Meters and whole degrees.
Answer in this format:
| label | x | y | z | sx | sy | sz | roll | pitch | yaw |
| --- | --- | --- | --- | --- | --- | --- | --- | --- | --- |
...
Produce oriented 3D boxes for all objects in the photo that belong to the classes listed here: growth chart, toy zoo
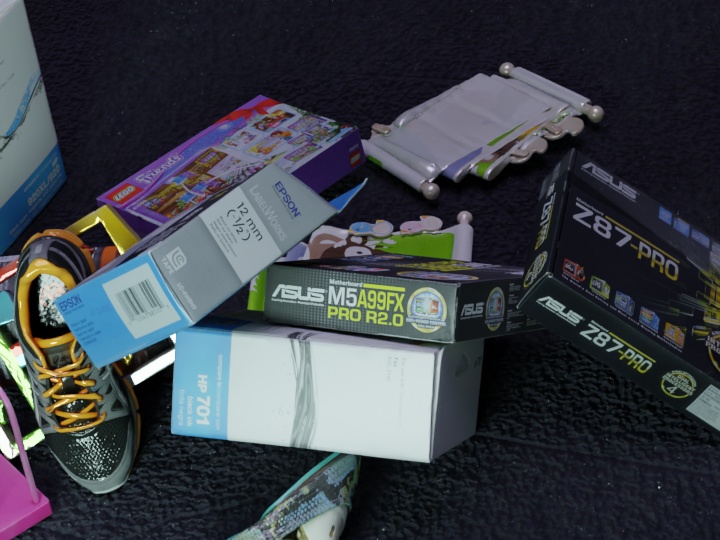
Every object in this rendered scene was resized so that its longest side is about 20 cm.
| label | x | y | z | sx | sy | sz | roll | pitch | yaw |
| --- | --- | --- | --- | --- | --- | --- | --- | --- | --- |
| growth chart | 0.104 | -0.126 | 1.926 | 0.199 | 0.018 | 0.145 | -27 | 42 | -22 |
| growth chart | 0.000 | 0.000 | 1.799 | 0.198 | 0.018 | 0.145 | -7 | 37 | 1 |
| toy zoo | -0.218 | 0.040 | 1.660 | 0.199 | 0.132 | 0.020 | -31 | 4 | 5 |

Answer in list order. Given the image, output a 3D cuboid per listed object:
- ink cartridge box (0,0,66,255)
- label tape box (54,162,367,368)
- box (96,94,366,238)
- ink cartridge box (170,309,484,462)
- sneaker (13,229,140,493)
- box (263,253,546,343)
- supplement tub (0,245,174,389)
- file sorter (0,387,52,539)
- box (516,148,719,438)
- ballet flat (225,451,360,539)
| label | x | y | z | sx | sy | sz | roll | pitch | yaw |
| --- | --- | --- | --- | --- | --- | --- | --- | --- | --- |
| ink cartridge box | -0.368 | -0.132 | 1.888 | 0.146 | 0.201 | 0.145 | 12 | 42 | 24 |
| label tape box | -0.107 | -0.019 | 1.573 | 0.200 | 0.066 | 0.143 | -41 | 10 | -37 |
| box | -0.112 | -0.078 | 1.891 | 0.200 | 0.039 | 0.136 | -35 | 38 | -30 |
| ink cartridge box | -0.022 | 0.081 | 1.595 | 0.198 | 0.087 | 0.146 | 6 | 6 | 17 |
| sneaker | -0.219 | 0.072 | 1.615 | 0.078 | 0.202 | 0.077 | -16 | 6 | 2 |
| box | 0.045 | 0.018 | 1.617 | 0.159 | 0.045 | 0.200 | 6 | 5 | 29 |
| supplement tub | -0.228 | 0.037 | 1.725 | 0.198 | 0.108 | 0.107 | -5 | 38 | 4 |
| file sorter | -0.356 | 0.150 | 1.589 | 0.199 | 0.126 | 0.139 | -31 | 42 | -26 |
| box | 0.217 | 0.018 | 1.622 | 0.199 | 0.049 | 0.162 | 32 | 37 | -11 |
| ballet flat | -0.059 | 0.203 | 1.525 | 0.199 | 0.075 | 0.074 | -35 | 45 | -27 |
